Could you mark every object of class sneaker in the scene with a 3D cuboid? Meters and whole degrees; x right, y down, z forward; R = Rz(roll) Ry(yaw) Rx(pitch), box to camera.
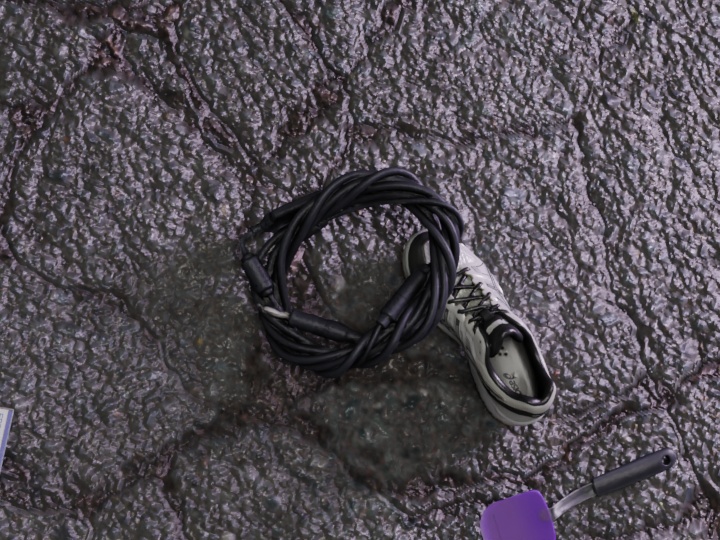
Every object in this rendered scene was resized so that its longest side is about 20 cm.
[{"bbox_3d":[0.113,0.043,1.383,0.075,0.088,0.201,-34,87,-14],"label":"sneaker"}]

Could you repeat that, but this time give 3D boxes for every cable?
[{"bbox_3d":[0.000,0.000,1.358,0.199,0.051,0.164,-21,78,4],"label":"cable"}]

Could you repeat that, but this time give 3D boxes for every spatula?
[{"bbox_3d":[0.200,0.203,1.404,0.199,0.021,0.057,-22,98,-17],"label":"spatula"}]

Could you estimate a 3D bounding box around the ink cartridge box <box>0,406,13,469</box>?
[{"bbox_3d":[-0.393,0.144,1.283,0.199,0.039,0.100,13,77,-8],"label":"ink cartridge box"}]
